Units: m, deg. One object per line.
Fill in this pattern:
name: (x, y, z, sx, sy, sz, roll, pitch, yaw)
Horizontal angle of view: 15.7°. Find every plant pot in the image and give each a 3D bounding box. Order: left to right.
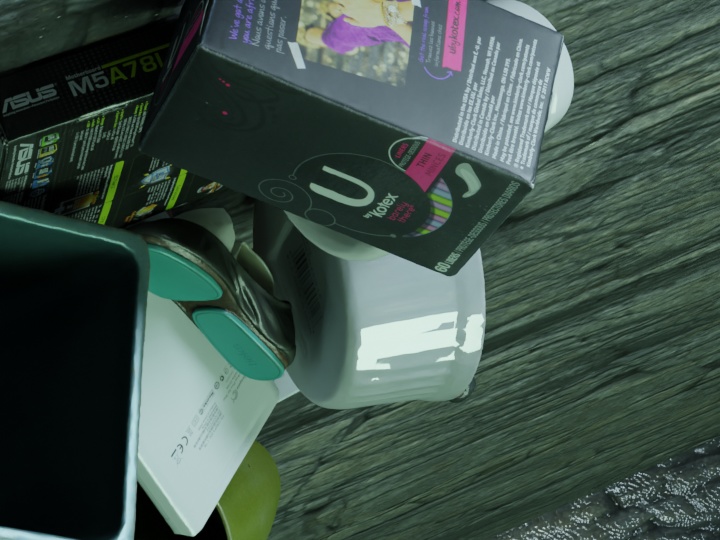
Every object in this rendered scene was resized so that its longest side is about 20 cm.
plant pot: (-0.262, 0.074, 1.551, 0.195, 0.198, 0.199, 13, 161, -34)
plant pot: (-0.154, 0.215, 2.330, 0.187, 0.188, 0.200, -34, 178, 27)

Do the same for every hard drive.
hard drive: (-0.132, 0.067, 1.771, 0.026, 0.201, 0.132, 5, -130, 36)

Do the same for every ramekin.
ramekin: (0.000, 0.000, 1.801, 0.097, 0.202, 0.201, -11, 160, -21)

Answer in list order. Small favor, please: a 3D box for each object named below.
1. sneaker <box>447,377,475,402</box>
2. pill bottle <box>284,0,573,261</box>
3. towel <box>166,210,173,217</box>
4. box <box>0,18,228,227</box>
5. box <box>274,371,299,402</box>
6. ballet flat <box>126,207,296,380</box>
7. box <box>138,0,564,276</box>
sneaker: (0.040, 0.038, 1.999, 0.077, 0.201, 0.082, -41, 123, 17)
pill bottle: (0.042, -0.095, 1.647, 0.200, 0.117, 0.116, -34, 174, -42)
towel: (-0.234, 0.016, 1.784, 0.199, 0.023, 0.144, -18, 162, -30)
box: (-0.144, -0.080, 1.573, 0.192, 0.048, 0.200, -23, 164, -21)
box: (-0.096, 0.088, 2.092, 0.155, 0.041, 0.200, -28, -174, 3)
ballet flat: (-0.102, 0.002, 1.735, 0.067, 0.069, 0.200, -1, 151, 26)
box: (-0.005, -0.097, 1.439, 0.199, 0.107, 0.122, 21, 148, -11)
